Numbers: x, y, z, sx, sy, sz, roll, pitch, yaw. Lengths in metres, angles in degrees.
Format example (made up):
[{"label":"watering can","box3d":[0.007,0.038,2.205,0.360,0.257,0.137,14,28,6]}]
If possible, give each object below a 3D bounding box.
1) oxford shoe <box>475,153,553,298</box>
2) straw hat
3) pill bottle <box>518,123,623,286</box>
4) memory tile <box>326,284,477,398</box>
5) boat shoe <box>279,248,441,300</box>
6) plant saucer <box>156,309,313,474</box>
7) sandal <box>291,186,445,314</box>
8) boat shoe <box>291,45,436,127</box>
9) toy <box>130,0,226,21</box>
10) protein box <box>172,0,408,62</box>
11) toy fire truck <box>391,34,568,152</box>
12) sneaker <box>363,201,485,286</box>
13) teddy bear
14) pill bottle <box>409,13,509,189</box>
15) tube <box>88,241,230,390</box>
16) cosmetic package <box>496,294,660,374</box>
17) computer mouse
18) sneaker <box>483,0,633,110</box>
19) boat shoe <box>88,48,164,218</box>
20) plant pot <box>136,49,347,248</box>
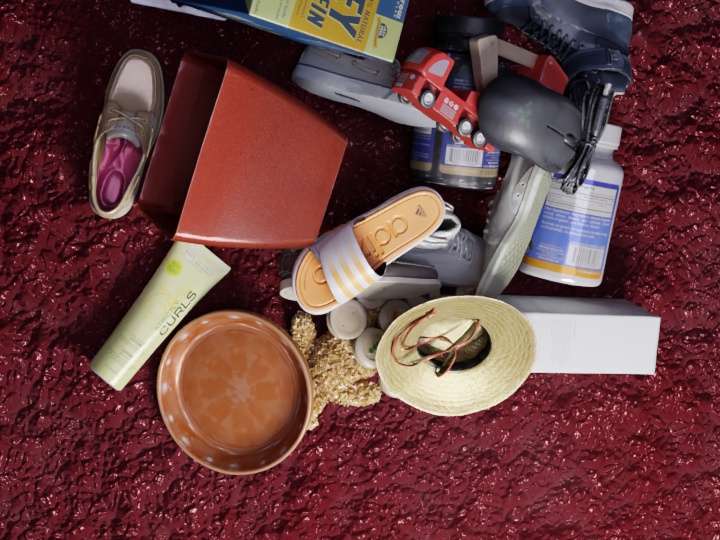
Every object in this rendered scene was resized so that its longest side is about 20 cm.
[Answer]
[{"label":"oxford shoe","box3d":[0.178,-0.058,1.572,0.057,0.075,0.203,21,91,21]},{"label":"straw hat","box3d":[0.111,0.077,1.571,0.198,0.086,0.203,-4,128,-6]},{"label":"pill bottle","box3d":[0.269,-0.089,1.626,0.110,0.112,0.203,9,97,-15]},{"label":"memory tile","box3d":[0.062,0.045,1.614,0.200,0.017,0.154,-45,102,-21]},{"label":"boat shoe","box3d":[0.000,0.000,1.549,0.197,0.072,0.060,-1,70,-9]},{"label":"plant saucer","box3d":[-0.151,0.146,1.571,0.197,0.032,0.204,2,100,13]},{"label":"sandal","box3d":[0.008,-0.028,1.474,0.206,0.059,0.080,-36,96,0]},{"label":"boat shoe","box3d":[0.017,-0.228,1.531,0.198,0.071,0.071,20,81,22]},{"label":"toy","box3d":[-0.195,-0.402,1.492,0.113,0.047,0.203,8,103,-14]},{"label":"protein box","box3d":[-0.077,-0.330,1.424,0.198,0.198,0.137,10,98,-39]},{"label":"toy fire truck","box3d":[0.138,-0.217,1.480,0.199,0.049,0.142,31,83,-35]},{"label":"sneaker","box3d":[0.106,-0.032,1.571,0.198,0.115,0.075,15,76,-23]},{"label":"teddy bear","box3d":[-0.027,0.112,1.611,0.197,0.067,0.147,-19,101,-11]},{"label":"pill bottle","box3d":[0.123,-0.205,1.570,0.110,0.112,0.203,4,99,-14]},{"label":"tube","box3d":[-0.248,0.051,1.559,0.201,0.052,0.058,-51,147,-6]},{"label":"cosmetic package","box3d":[0.271,0.081,1.657,0.197,0.113,0.082,4,100,-12]},{"label":"computer mouse","box3d":[0.219,-0.168,1.485,0.198,0.053,0.140,13,98,-39]},{"label":"sneaker","box3d":[0.246,-0.271,1.588,0.199,0.077,0.149,7,78,-15]},{"label":"boat shoe","box3d":[-0.272,-0.156,1.501,0.073,0.069,0.203,11,97,-8]},{"label":"plant pot","box3d":[-0.130,-0.125,1.488,0.174,0.200,0.203,16,96,-24]}]
